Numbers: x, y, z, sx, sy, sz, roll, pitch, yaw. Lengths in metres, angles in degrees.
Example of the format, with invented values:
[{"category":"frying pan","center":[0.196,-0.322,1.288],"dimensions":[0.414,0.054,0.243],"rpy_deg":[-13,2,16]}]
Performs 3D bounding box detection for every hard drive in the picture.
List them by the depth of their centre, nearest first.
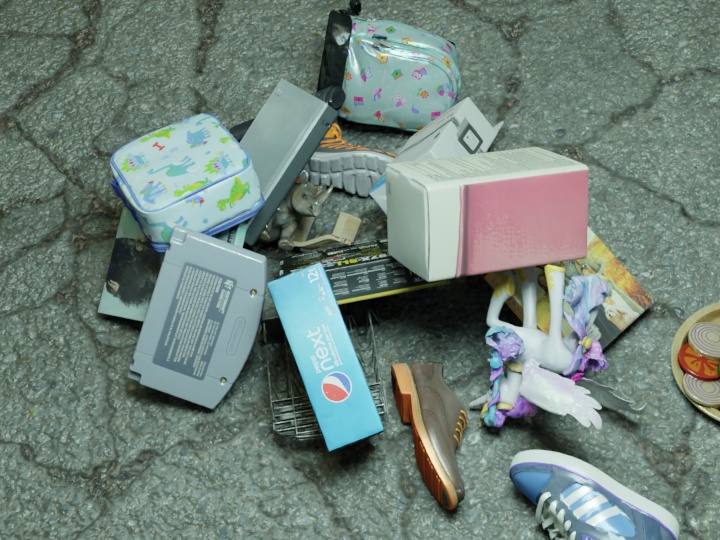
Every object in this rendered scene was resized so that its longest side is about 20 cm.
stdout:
[{"category":"hard drive","center":[-0.119,-0.140,1.581],"dimensions":[0.201,0.033,0.139],"rpy_deg":[-57,35,3]}]

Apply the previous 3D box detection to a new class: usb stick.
[{"category":"usb stick","center":[-0.109,-0.209,1.720],"dimensions":[0.199,0.033,0.056],"rpy_deg":[-17,23,33]}]

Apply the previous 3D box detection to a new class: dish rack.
[{"category":"dish rack","center":[-0.044,0.118,1.485],"dimensions":[0.152,0.055,0.201],"rpy_deg":[-10,52,1]}]

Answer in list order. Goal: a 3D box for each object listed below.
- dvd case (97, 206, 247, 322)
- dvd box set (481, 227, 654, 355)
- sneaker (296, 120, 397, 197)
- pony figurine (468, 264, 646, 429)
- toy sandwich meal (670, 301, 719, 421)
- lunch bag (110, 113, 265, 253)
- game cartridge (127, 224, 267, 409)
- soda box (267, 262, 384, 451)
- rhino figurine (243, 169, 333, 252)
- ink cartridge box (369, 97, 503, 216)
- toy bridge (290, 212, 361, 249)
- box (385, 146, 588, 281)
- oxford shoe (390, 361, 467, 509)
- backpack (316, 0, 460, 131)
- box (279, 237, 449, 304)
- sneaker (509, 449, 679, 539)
[{"category":"dvd case","center":[-0.239,-0.001,1.555],"dimensions":[0.199,0.022,0.147],"rpy_deg":[10,83,32]},{"category":"dvd box set","center":[0.240,0.007,1.495],"dimensions":[0.146,0.029,0.200],"rpy_deg":[-37,82,-22]},{"category":"sneaker","center":[-0.020,-0.167,1.702],"dimensions":[0.198,0.078,0.112],"rpy_deg":[9,43,4]},{"category":"pony figurine","center":[0.217,0.097,1.389],"dimensions":[0.192,0.166,0.202],"rpy_deg":[13,92,37]},{"category":"toy sandwich meal","center":[0.460,0.093,1.422],"dimensions":[0.203,0.070,0.206],"rpy_deg":[-4,50,5]},{"category":"lunch bag","center":[-0.220,-0.110,1.532],"dimensions":[0.160,0.083,0.200],"rpy_deg":[-26,36,-12]},{"category":"game cartridge","center":[-0.187,0.059,1.462],"dimensions":[0.132,0.201,0.042],"rpy_deg":[19,17,-7]},{"category":"soda box","center":[-0.039,0.099,1.392],"dimensions":[0.067,0.064,0.201],"rpy_deg":[-21,81,-2]},{"category":"rhino figurine","center":[-0.106,-0.069,1.592],"dimensions":[0.199,0.060,0.088],"rpy_deg":[-28,41,38]},{"category":"ink cartridge box","center":[0.102,-0.149,1.609],"dimensions":[0.116,0.067,0.200],"rpy_deg":[-32,14,37]},{"category":"toy bridge","center":[-0.078,-0.066,1.628],"dimensions":[0.200,0.027,0.068],"rpy_deg":[25,96,47]},{"category":"box","center":[0.141,-0.067,1.389],"dimensions":[0.199,0.110,0.128],"rpy_deg":[-8,18,-18]},{"category":"oxford shoe","center":[0.092,0.179,1.405],"dimensions":[0.072,0.072,0.201],"rpy_deg":[-11,49,-8]},{"category":"backpack","center":[0.041,-0.273,1.735],"dimensions":[0.198,0.168,0.127],"rpy_deg":[10,41,-4]},{"category":"box","center":[0.000,0.000,1.521],"dimensions":[0.198,0.050,0.160],"rpy_deg":[-11,12,-2]},{"category":"sneaker","center":[0.223,0.285,1.288],"dimensions":[0.199,0.081,0.147],"rpy_deg":[24,53,18]}]
